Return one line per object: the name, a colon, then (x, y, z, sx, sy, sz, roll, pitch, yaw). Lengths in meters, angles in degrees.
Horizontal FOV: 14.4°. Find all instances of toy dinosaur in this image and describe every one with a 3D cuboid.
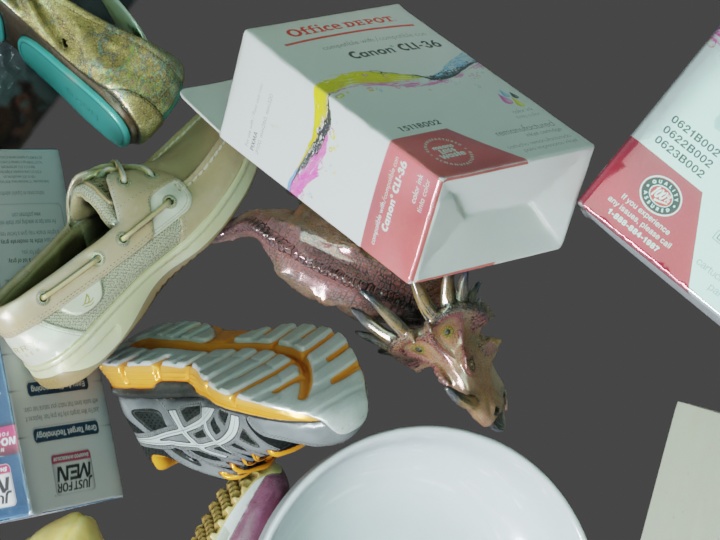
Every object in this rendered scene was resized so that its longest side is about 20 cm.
toy dinosaur: (0.000, 0.000, 1.521, 0.200, 0.136, 0.086, 18, 117, 6)

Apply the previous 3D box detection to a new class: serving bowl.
serving bowl: (0.026, 0.183, 1.542, 0.200, 0.066, 0.201, 0, 89, -18)

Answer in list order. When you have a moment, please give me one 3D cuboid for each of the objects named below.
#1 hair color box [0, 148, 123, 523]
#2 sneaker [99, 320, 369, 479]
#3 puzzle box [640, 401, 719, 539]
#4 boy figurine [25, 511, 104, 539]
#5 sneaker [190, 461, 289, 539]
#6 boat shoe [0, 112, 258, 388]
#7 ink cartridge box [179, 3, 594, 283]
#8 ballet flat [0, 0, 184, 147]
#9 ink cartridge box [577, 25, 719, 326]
hair color box: (-0.196, 0.036, 1.567, 0.060, 0.100, 0.201, -13, 86, 26)
sneaker: (-0.060, 0.075, 1.533, 0.078, 0.200, 0.077, -26, 109, -33)
puzzle box: (0.187, 0.177, 1.512, 0.025, 0.133, 0.201, 15, 91, -29)
boy figurine: (-0.192, 0.227, 1.585, 0.124, 0.064, 0.201, 15, 89, 7)
sneaker: (-0.066, 0.205, 1.573, 0.090, 0.075, 0.200, 23, 94, -7)
boat shoe: (-0.125, -0.028, 1.543, 0.065, 0.072, 0.200, 51, 61, -25)
ink cartridge box: (0.009, -0.079, 1.502, 0.200, 0.116, 0.068, 38, 126, 35)
ballet flat: (-0.182, -0.149, 1.600, 0.200, 0.071, 0.071, 38, 93, 7)
ink cartridge box: (0.233, -0.065, 1.501, 0.145, 0.145, 0.200, 39, 92, 7)
